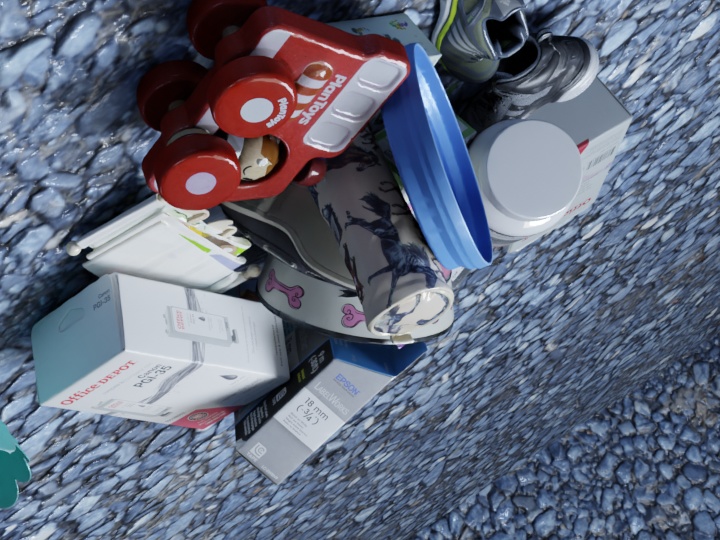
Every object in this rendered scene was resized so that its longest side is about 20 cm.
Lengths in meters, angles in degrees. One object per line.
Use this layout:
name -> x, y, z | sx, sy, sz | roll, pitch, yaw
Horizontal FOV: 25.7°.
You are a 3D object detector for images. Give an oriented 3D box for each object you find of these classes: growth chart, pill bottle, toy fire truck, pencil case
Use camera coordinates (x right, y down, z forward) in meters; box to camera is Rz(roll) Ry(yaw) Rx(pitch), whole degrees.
growth chart -> -0.173, -0.012, 1.450 | 0.145, 0.018, 0.200 | -23, 150, 12
pill bottle -> 0.148, -0.088, 1.561 | 0.116, 0.116, 0.200 | -34, -179, -10
toy fire truck -> -0.075, -0.122, 1.250 | 0.168, 0.112, 0.200 | 15, 130, -35
pencil case -> 0.007, -0.038, 1.348 | 0.078, 0.200, 0.089 | -19, 160, -19

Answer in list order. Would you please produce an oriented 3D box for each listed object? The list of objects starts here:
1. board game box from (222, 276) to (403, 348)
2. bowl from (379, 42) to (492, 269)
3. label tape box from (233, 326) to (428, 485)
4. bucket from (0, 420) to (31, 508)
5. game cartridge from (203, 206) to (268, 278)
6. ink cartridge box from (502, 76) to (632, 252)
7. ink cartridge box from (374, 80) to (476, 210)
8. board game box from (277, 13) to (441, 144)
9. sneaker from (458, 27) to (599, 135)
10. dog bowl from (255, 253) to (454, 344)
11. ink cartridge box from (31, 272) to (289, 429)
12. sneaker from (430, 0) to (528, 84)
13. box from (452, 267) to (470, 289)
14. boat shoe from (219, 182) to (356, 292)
board game box -> -0.062, 0.064, 1.698 | 0.200, 0.105, 0.103 | -9, 154, -12
bowl -> 0.063, -0.094, 1.345 | 0.039, 0.201, 0.201 | -18, 164, 12
label tape box -> -0.035, 0.098, 1.554 | 0.200, 0.063, 0.144 | -43, -161, 10
bucket -> -0.403, 0.165, 1.373 | 0.207, 0.135, 0.207 | -33, 161, -13
game cartridge -> -0.130, -0.027, 1.573 | 0.200, 0.041, 0.133 | -26, 161, -32
ink cartridge box -> 0.227, -0.127, 1.902 | 0.146, 0.083, 0.200 | -31, 160, -20
ink cartridge box -> 0.046, -0.101, 1.516 | 0.200, 0.059, 0.104 | -39, 167, -52
board game box -> -0.042, -0.150, 1.406 | 0.200, 0.064, 0.148 | -17, 151, -46
sneaker -> 0.143, -0.188, 1.644 | 0.200, 0.076, 0.114 | -36, 149, 27
dog bowl -> 0.000, 0.000, 1.545 | 0.200, 0.200, 0.074 | -15, 121, -49
ink cartridge box -> -0.191, 0.081, 1.501 | 0.200, 0.083, 0.146 | 13, 147, -42
sneaker -> 0.116, -0.223, 1.488 | 0.074, 0.081, 0.200 | -35, 161, -8
box -> 0.117, -0.060, 1.743 | 0.200, 0.051, 0.158 | -50, -168, -17
boat shoe -> -0.052, -0.035, 1.450 | 0.073, 0.200, 0.063 | -52, 164, -23
